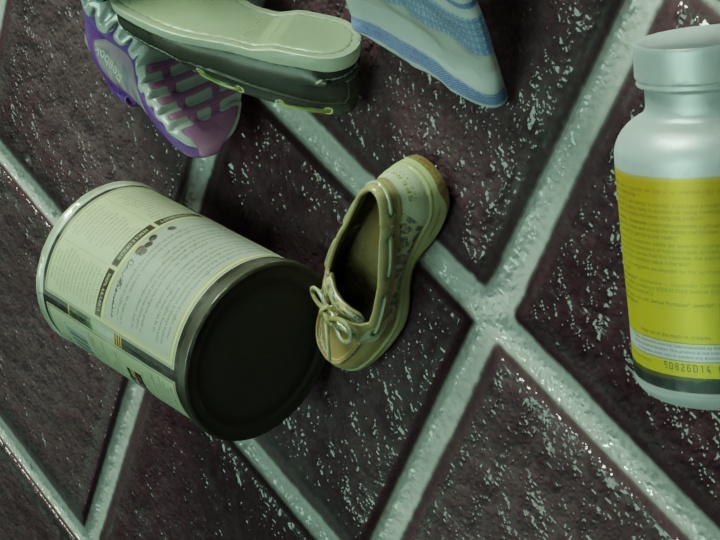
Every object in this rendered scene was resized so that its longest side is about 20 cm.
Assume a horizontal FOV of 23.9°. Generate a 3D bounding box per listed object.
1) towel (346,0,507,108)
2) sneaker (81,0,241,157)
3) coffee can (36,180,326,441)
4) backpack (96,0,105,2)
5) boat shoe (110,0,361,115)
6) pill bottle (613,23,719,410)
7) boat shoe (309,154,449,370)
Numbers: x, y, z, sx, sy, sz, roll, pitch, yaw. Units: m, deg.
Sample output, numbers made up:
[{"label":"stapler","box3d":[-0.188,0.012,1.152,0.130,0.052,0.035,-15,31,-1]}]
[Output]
[{"label":"towel","box3d":[0.020,-0.192,1.080,0.147,0.024,0.200,36,165,34]},{"label":"sneaker","box3d":[-0.164,-0.158,1.355,0.200,0.080,0.089,54,145,26]},{"label":"coffee can","box3d":[-0.141,0.028,1.344,0.200,0.146,0.147,27,125,41]},{"label":"backpack","box3d":[-0.180,-0.316,1.244,0.200,0.153,0.176,-45,67,46]},{"label":"boat shoe","box3d":[-0.092,-0.161,1.234,0.201,0.072,0.061,18,136,22]},{"label":"pill bottle","box3d":[0.200,-0.032,0.947,0.112,0.112,0.200,9,113,47]},{"label":"boat shoe","box3d":[0.000,0.000,1.233,0.073,0.063,0.200,45,135,27]}]
